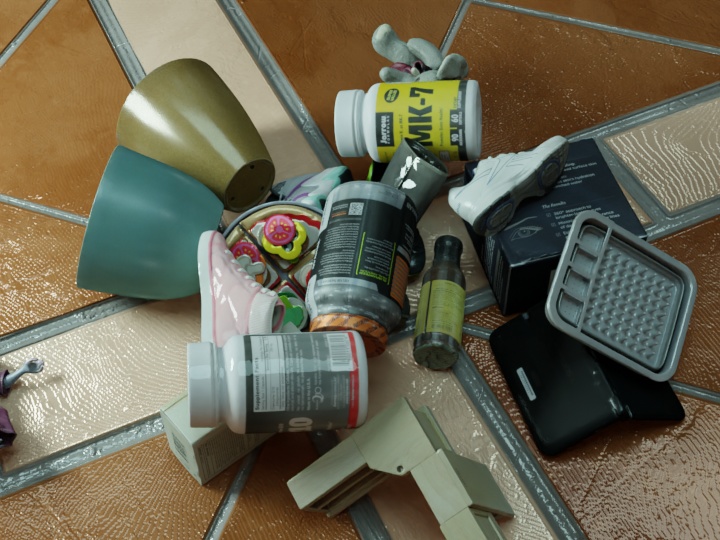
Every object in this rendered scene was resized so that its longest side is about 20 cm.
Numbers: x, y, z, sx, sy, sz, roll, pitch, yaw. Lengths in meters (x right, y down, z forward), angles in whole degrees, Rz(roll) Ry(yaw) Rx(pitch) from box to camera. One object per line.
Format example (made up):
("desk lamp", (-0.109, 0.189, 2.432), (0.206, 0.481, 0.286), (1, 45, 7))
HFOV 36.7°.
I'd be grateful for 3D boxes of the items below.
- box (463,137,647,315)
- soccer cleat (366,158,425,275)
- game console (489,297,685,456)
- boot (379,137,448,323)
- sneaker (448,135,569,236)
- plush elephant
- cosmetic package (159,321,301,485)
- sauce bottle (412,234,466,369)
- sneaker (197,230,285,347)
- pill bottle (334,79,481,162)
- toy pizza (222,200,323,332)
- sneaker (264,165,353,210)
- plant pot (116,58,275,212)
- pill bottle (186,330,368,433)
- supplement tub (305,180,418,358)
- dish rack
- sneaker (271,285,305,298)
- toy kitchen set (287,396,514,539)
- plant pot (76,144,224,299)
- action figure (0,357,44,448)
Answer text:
("box", (0.264, -0.064, 1.523), (0.196, 0.118, 0.200), (-12, 52, -8))
("soccer cleat", (0.045, -0.079, 1.561), (0.067, 0.081, 0.200), (-11, 51, -9))
("game console", (0.293, 0.138, 1.422), (0.176, 0.116, 0.200), (-32, 51, 13))
("boot", (0.060, -0.055, 1.474), (0.200, 0.073, 0.182), (-50, 57, 16))
("sneaker", (0.202, -0.130, 1.461), (0.200, 0.075, 0.087), (-34, 53, -25))
("plush elephant", (0.085, -0.275, 1.662), (0.200, 0.155, 0.165), (24, 94, 2))
("cosmetic package", (-0.142, 0.164, 1.349), (0.200, 0.104, 0.073), (-34, 58, -25))
("sauce bottle", (0.112, 0.038, 1.475), (0.065, 0.065, 0.200), (7, 52, 6))
("sneaker", (-0.146, 0.030, 1.353), (0.104, 0.075, 0.201), (-10, 53, 2))
("pill bottle", (0.070, -0.211, 1.548), (0.199, 0.114, 0.115), (-1, 50, 11))
("toy pizza", (-0.098, 0.007, 1.429), (0.200, 0.032, 0.201), (0, 87, -4))
("sneaker", (-0.098, -0.081, 1.556), (0.140, 0.078, 0.200), (-5, 24, 22))
("plant pot", (-0.219, -0.178, 1.576), (0.186, 0.187, 0.200), (-35, 58, -25))
("pill bottle", (-0.097, 0.129, 1.246), (0.199, 0.114, 0.114), (-2, 50, -9))
("supplement tub", (0.000, 0.000, 1.357), (0.122, 0.123, 0.200), (8, 63, 7))
("dish rack", (0.328, 0.036, 1.391), (0.200, 0.044, 0.172), (28, 66, -13))
("sneaker", (-0.107, 0.041, 1.468), (0.200, 0.076, 0.105), (-23, 54, -18))
("toy kitchen set", (0.063, 0.287, 1.264), (0.180, 0.163, 0.200), (-37, 62, 11))
("plant pot", (-0.277, -0.051, 1.474), (0.161, 0.201, 0.201), (16, 51, -7))
("action figure", (-0.496, 0.163, 1.379), (0.149, 0.134, 0.200), (-45, 36, 18))
